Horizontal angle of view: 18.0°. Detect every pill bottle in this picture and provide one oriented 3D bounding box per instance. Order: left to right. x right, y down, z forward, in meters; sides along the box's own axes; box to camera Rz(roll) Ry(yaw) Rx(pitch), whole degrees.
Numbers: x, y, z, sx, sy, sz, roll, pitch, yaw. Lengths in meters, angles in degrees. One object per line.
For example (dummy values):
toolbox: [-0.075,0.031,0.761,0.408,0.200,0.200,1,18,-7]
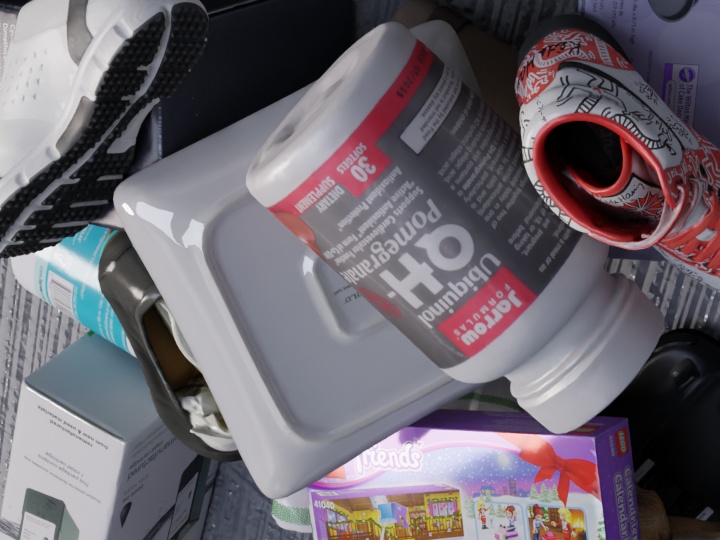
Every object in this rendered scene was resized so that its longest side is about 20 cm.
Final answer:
pill bottle: [-0.106,0.007,1.387,0.199,0.111,0.111,30,127,17]
pill bottle: [0.050,-0.016,1.107,0.200,0.111,0.111,42,131,-10]

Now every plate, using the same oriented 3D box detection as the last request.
plate: [0.000,0.000,1.188,0.199,0.032,0.201,-27,111,-4]

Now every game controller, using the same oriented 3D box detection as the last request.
game controller: [0.170,0.120,1.317,0.104,0.042,0.200,34,130,-4]

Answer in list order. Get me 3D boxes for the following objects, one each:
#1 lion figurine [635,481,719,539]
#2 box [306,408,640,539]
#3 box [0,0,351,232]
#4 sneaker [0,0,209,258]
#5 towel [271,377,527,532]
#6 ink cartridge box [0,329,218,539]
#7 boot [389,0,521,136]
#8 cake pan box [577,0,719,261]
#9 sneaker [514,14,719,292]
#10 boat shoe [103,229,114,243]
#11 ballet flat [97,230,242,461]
lion figurine: [0.158,0.187,1.292,0.122,0.073,0.201,-6,116,11]
box: [0.061,0.147,1.253,0.199,0.039,0.138,1,104,37]
box: [-0.137,-0.110,1.280,0.199,0.196,0.118,11,110,29]
sneaker: [-0.150,-0.086,1.144,0.200,0.074,0.080,-50,63,29]
towel: [0.029,0.077,1.329,0.148,0.031,0.201,2,127,-10]
ink cartridge box: [-0.158,0.134,1.466,0.084,0.146,0.201,27,127,17]
boot: [0.077,-0.096,1.243,0.146,0.070,0.200,46,124,15]
cake pan box: [0.196,-0.091,1.128,0.183,0.052,0.201,3,118,6]
sneaker: [0.149,-0.027,1.078,0.201,0.108,0.067,42,115,-17]
boat shoe: [-0.048,-0.014,1.298,0.064,0.199,0.071,112,149,-70]
ballet flat: [-0.087,0.056,1.259,0.068,0.068,0.200,42,168,44]
